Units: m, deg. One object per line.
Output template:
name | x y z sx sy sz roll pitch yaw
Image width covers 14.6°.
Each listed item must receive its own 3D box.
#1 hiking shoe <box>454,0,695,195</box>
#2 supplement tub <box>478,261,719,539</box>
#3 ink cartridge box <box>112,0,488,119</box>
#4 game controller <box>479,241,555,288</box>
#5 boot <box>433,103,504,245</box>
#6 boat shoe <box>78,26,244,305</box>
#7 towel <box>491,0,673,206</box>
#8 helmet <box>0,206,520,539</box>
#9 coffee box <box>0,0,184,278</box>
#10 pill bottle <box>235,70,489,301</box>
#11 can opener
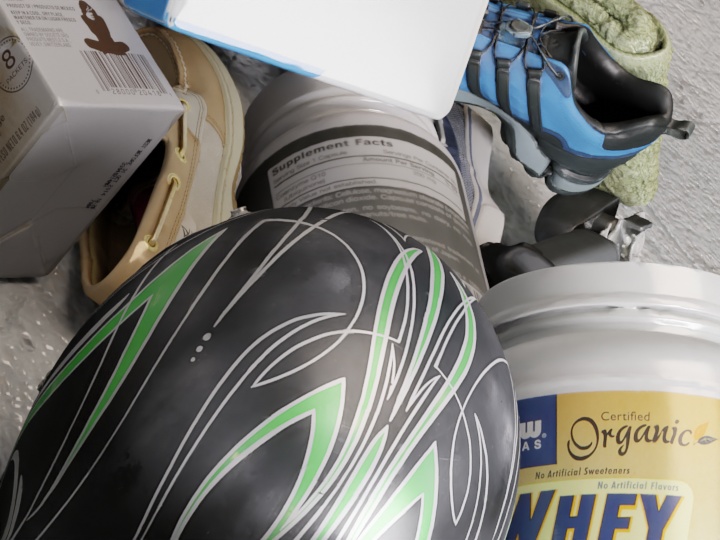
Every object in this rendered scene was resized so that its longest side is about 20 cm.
hiking shoe | 0.075 -0.118 1.448 0.200 0.087 0.075 30 55 -27
supplement tub | 0.106 0.110 1.156 0.144 0.144 0.201 19 63 -41
ink cartridge box | -0.051 -0.142 1.269 0.144 0.085 0.200 17 5 -29
game controller | 0.125 0.066 1.358 0.200 0.042 0.104 44 16 -25
boot | 0.017 -0.042 1.452 0.090 0.073 0.200 30 22 -14
boat shoe | -0.098 -0.049 1.281 0.069 0.074 0.200 33 30 -34
towel | 0.092 -0.129 1.564 0.036 0.149 0.200 -37 59 -24
helmet | -0.033 0.075 1.073 0.200 0.191 0.200 34 30 -23
coffee box | -0.177 -0.108 1.209 0.080 0.114 0.200 -2 52 -51
pill bottle | 0.000 0.000 1.308 0.114 0.114 0.200 28 32 -31
can opener | 0.103 0.001 1.481 0.066 0.053 0.200 23 18 18
